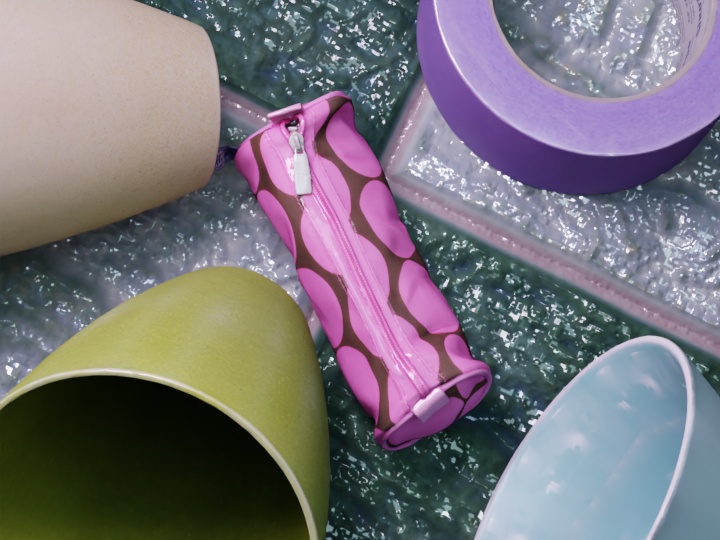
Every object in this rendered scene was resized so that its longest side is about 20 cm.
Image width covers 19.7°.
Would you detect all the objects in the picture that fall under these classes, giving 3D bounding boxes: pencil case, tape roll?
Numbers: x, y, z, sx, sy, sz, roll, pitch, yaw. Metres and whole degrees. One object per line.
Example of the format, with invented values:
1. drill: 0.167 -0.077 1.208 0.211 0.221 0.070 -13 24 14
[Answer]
1. pencil case: 0.000 0.000 1.174 0.090 0.094 0.201 -28 81 -11
2. tape roll: 0.135 -0.152 1.226 0.198 0.085 0.202 1 78 -4

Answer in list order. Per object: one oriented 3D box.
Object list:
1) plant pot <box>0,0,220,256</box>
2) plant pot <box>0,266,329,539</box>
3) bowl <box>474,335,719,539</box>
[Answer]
1. plant pot: -0.184 -0.089 1.150 0.198 0.187 0.189 -1 77 -20
2. plant pot: -0.091 0.085 1.089 0.186 0.200 0.188 5 118 10
3. bowl: 0.153 0.149 1.118 0.105 0.201 0.202 32 76 -17
